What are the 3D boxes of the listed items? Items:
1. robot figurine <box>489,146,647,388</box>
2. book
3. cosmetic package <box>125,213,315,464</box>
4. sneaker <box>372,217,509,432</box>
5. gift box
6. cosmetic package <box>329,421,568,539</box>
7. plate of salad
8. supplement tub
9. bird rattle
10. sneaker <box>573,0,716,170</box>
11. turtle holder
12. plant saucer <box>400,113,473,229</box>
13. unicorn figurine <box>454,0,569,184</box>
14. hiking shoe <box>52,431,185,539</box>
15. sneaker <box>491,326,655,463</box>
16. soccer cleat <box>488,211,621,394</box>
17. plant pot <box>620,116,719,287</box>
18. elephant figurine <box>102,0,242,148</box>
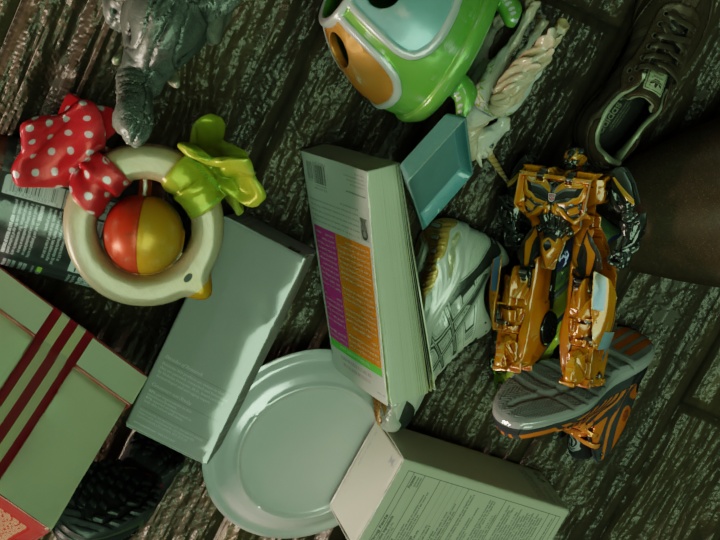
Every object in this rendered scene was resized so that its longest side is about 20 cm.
[{"bbox_3d":[0.172,-0.006,1.497,0.058,0.144,0.202,-6,102,-55],"label":"robot figurine"},{"bbox_3d":[0.000,0.000,1.486,0.048,0.133,0.202,-16,108,-24],"label":"book"},{"bbox_3d":[-0.118,0.055,1.493,0.090,0.107,0.201,24,93,1],"label":"cosmetic package"},{"bbox_3d":[0.076,0.058,1.561,0.087,0.076,0.202,17,99,-22],"label":"sneaker"},{"bbox_3d":[-0.314,0.116,1.459,0.184,0.188,0.200,41,146,-17],"label":"gift box"},{"bbox_3d":[0.084,0.223,1.626,0.199,0.073,0.104,22,107,-29],"label":"cosmetic package"},{"bbox_3d":[-0.054,0.158,1.609,0.198,0.048,0.202,-10,119,-18],"label":"plate of salad"},{"bbox_3d":[-0.232,-0.041,1.461,0.198,0.107,0.108,15,110,-16],"label":"supplement tub"},{"bbox_3d":[-0.177,-0.053,1.375,0.198,0.113,0.165,2,97,-12],"label":"bird rattle"},{"bbox_3d":[0.258,-0.174,1.501,0.070,0.076,0.201,22,108,-17],"label":"sneaker"},{"bbox_3d":[0.050,-0.220,1.412,0.131,0.141,0.186,28,108,-18],"label":"turtle holder"},{"bbox_3d":[0.064,-0.083,1.455,0.019,0.200,0.070,41,86,11],"label":"plant saucer"},{"bbox_3d":[0.119,-0.158,1.466,0.073,0.200,0.138,27,93,8],"label":"unicorn figurine"},{"bbox_3d":[-0.219,0.217,1.529,0.075,0.200,0.101,31,109,9],"label":"hiking shoe"},{"bbox_3d":[0.195,0.136,1.588,0.199,0.077,0.113,-20,131,-36],"label":"sneaker"},{"bbox_3d":[0.179,0.036,1.587,0.083,0.065,0.202,13,111,-19],"label":"soccer cleat"},{"bbox_3d":[0.328,-0.059,1.522,0.198,0.187,0.188,-7,115,8],"label":"plant pot"},{"bbox_3d":[-0.146,-0.213,1.348,0.140,0.200,0.156,-18,115,-1],"label":"elephant figurine"}]
